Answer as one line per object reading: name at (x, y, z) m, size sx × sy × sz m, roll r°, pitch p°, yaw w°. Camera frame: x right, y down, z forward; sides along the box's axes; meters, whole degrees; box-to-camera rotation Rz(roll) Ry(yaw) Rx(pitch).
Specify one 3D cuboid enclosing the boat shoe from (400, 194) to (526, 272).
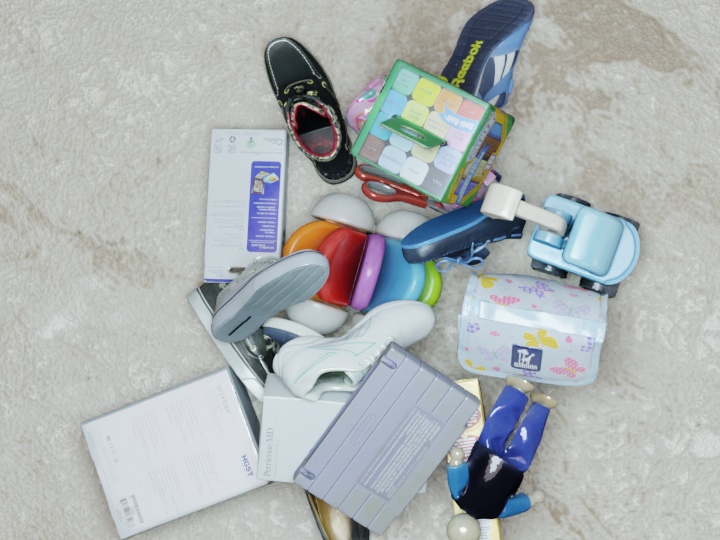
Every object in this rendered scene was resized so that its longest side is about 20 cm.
boat shoe at (0.135, -0.036, 1.658) m, size 0.200 × 0.084 × 0.069 m, roll -21°, pitch 110°, yaw -33°

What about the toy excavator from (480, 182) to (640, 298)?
toy excavator at (0.240, -0.049, 1.649) m, size 0.194 × 0.200 × 0.100 m, roll 21°, pitch 87°, yaw 6°

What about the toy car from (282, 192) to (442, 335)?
toy car at (0.000, 0.000, 1.694) m, size 0.200 × 0.150 × 0.175 m, roll 15°, pitch 87°, yaw 7°

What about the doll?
doll at (0.159, 0.227, 1.597) m, size 0.136 × 0.048 × 0.200 m, roll 35°, pitch 76°, yaw -21°

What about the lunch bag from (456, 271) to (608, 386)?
lunch bag at (0.200, 0.068, 1.645) m, size 0.169 × 0.200 × 0.127 m, roll 9°, pitch 86°, yaw 5°

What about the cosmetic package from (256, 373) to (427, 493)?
cosmetic package at (-0.020, 0.191, 1.645) m, size 0.200 × 0.081 × 0.113 m, roll 3°, pitch 106°, yaw -2°

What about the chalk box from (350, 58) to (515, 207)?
chalk box at (0.079, -0.155, 1.582) m, size 0.125 × 0.200 × 0.124 m, roll 29°, pitch 97°, yaw 14°

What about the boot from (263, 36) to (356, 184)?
boot at (-0.067, -0.210, 1.715) m, size 0.073 × 0.154 × 0.204 m, roll -25°, pitch 84°, yaw 3°

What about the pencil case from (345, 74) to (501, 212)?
pencil case at (0.076, -0.154, 1.731) m, size 0.200 × 0.087 × 0.087 m, roll 42°, pitch 90°, yaw 9°

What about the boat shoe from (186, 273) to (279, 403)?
boat shoe at (-0.138, 0.092, 1.741) m, size 0.064 × 0.071 × 0.200 m, roll -37°, pitch 81°, yaw 2°

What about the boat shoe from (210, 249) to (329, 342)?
boat shoe at (-0.115, 0.014, 1.650) m, size 0.200 × 0.073 × 0.067 m, roll -33°, pitch 52°, yaw 35°

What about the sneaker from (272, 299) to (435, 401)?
sneaker at (0.003, 0.100, 1.620) m, size 0.200 × 0.071 × 0.080 m, roll -23°, pitch 39°, yaw -12°

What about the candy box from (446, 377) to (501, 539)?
candy box at (0.131, 0.231, 1.681) m, size 0.056 × 0.117 × 0.200 m, roll -10°, pitch 85°, yaw 4°

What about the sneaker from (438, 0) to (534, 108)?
sneaker at (0.157, -0.254, 1.743) m, size 0.074 × 0.082 × 0.200 m, roll 21°, pitch 70°, yaw 37°

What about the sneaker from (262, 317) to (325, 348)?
sneaker at (-0.047, 0.136, 1.707) m, size 0.200 × 0.075 × 0.085 m, roll 34°, pitch 78°, yaw -5°

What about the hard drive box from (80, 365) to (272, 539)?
hard drive box at (-0.223, 0.225, 1.736) m, size 0.200 × 0.077 × 0.156 m, roll -21°, pitch 84°, yaw 4°

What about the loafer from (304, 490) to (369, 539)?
loafer at (-0.039, 0.256, 1.717) m, size 0.073 × 0.072 × 0.200 m, roll -23°, pitch 83°, yaw 5°

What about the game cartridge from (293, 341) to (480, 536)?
game cartridge at (0.031, 0.194, 1.589) m, size 0.130 × 0.038 × 0.200 m, roll 33°, pitch 104°, yaw -13°

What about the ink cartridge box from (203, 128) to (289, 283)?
ink cartridge box at (-0.144, -0.079, 1.766) m, size 0.099 × 0.039 × 0.200 m, roll 3°, pitch 81°, yaw 5°

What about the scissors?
scissors at (0.087, -0.089, 1.755) m, size 0.200 × 0.073 × 0.014 m, roll 16°, pitch 120°, yaw -13°
